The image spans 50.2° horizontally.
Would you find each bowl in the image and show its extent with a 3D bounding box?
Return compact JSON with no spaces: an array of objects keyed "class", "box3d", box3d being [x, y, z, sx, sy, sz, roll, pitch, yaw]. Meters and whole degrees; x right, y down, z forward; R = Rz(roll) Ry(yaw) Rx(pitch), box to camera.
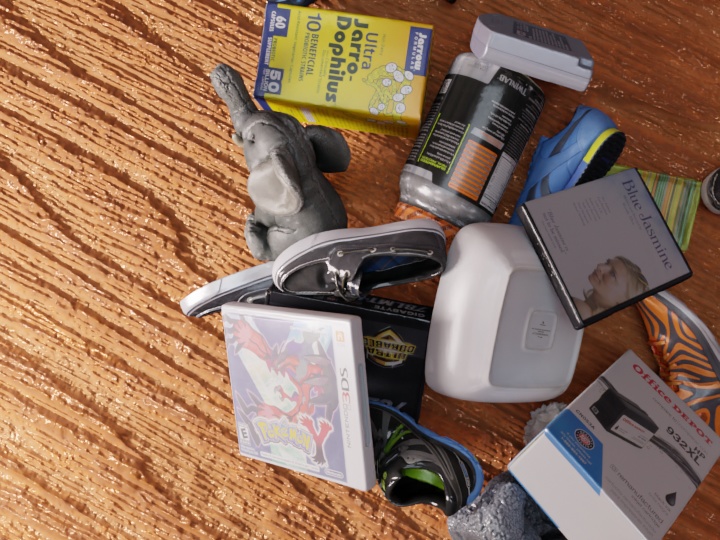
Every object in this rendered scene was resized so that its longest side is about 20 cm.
[{"class":"bowl","box3d":[0.177,0.056,0.856,0.196,0.074,0.205,7,98,-29]}]

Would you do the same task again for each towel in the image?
[{"class":"towel","box3d":[0.308,-0.085,0.933,0.195,0.018,0.088,12,89,5]}]

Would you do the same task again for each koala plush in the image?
[{"class":"koala plush","box3d":[0.213,0.266,0.880,0.177,0.184,0.200,45,71,-3]}]

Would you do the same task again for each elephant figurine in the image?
[{"class":"elephant figurine","box3d":[-0.082,-0.111,0.858,0.151,0.203,0.144,-4,45,-4]}]

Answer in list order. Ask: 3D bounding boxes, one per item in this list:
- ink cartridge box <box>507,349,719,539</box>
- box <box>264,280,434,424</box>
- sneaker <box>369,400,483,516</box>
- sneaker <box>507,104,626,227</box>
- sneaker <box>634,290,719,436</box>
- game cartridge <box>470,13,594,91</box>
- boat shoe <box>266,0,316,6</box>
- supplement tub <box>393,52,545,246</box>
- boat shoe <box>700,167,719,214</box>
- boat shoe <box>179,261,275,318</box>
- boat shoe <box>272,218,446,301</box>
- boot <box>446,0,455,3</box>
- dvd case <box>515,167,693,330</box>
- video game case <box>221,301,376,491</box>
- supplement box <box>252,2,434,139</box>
[{"class":"ink cartridge box","box3d":[0.272,0.195,0.808,0.145,0.198,0.084,47,135,19]},{"class":"box","box3d":[-0.021,0.125,0.906,0.195,0.050,0.203,10,110,5]},{"class":"sneaker","box3d":[0.036,0.204,0.838,0.196,0.082,0.072,19,122,30]},{"class":"sneaker","box3d":[0.223,-0.102,0.911,0.202,0.065,0.079,-53,55,15]},{"class":"sneaker","box3d":[0.361,0.116,0.895,0.112,0.078,0.201,-40,86,1]},{"class":"game cartridge","box3d":[0.189,-0.250,0.861,0.131,0.201,0.041,22,115,3]},{"class":"boat shoe","box3d":[-0.031,-0.368,0.909,0.199,0.069,0.085,-37,91,25]},{"class":"supplement tub","box3d":[0.122,-0.135,0.894,0.120,0.123,0.204,26,92,4]},{"class":"boat shoe","box3d":[0.490,-0.134,0.892,0.197,0.060,0.075,-28,88,-3]},{"class":"boat shoe","box3d":[-0.121,0.032,0.940,0.195,0.072,0.069,-18,86,-4]},{"class":"boat shoe","box3d":[0.000,0.000,0.830,0.195,0.071,0.067,-10,44,1]},{"class":"boot","box3d":[0.075,-0.440,0.930,0.171,0.069,0.204,27,94,4]},{"class":"dvd case","box3d":[0.274,-0.030,0.852,0.197,0.018,0.145,-18,76,-32]},{"class":"video game case","box3d":[-0.072,0.133,0.847,0.197,0.023,0.187,4,104,39]},{"class":"supplement box","box3d":[-0.017,-0.234,0.914,0.195,0.110,0.112,8,90,4]}]
